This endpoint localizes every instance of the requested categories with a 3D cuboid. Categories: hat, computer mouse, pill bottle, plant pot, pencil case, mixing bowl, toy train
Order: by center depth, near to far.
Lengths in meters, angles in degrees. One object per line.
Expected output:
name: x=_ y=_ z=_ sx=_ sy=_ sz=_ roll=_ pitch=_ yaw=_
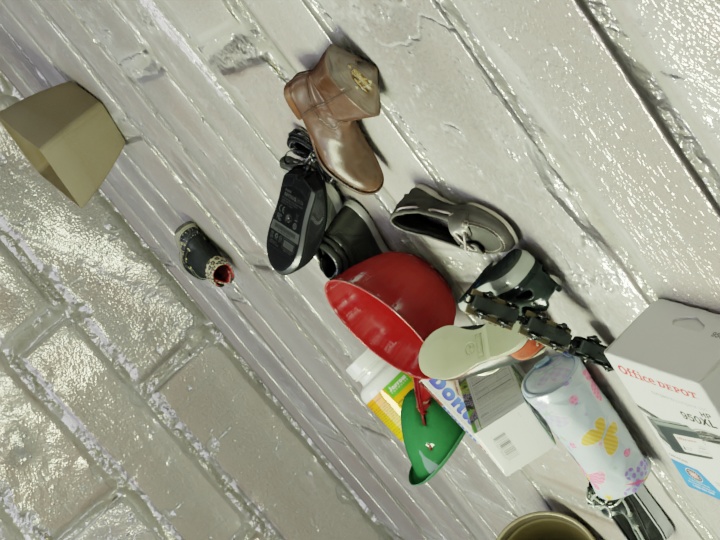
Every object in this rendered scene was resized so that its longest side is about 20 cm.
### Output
toy train: x=0.205 y=0.067 z=1.393 sx=0.200 sy=0.034 sz=0.046 roll=23 pitch=176 yaw=-11
pencil case: x=0.284 y=0.196 z=1.546 sx=0.200 sy=0.083 sz=0.091 roll=52 pitch=171 yaw=-18
mixing bowl: x=0.059 y=0.047 z=1.721 sx=0.200 sy=0.108 sz=0.200 roll=36 pitch=159 yaw=16
computer mouse: x=-0.073 y=-0.086 z=1.730 sx=0.053 sy=0.200 sz=0.138 roll=1 pitch=-154 yaw=-41
hat: x=0.074 y=0.217 z=1.991 sx=0.176 sy=0.200 sz=0.166 roll=37 pitch=158 yaw=-9
plant pot: x=0.331 y=0.518 z=2.090 sx=0.200 sy=0.200 sz=0.174 roll=40 pitch=180 yaw=26
pill bottle: x=0.071 y=0.218 z=2.143 sx=0.200 sy=0.111 sz=0.111 roll=46 pitch=165 yaw=4
plant pot: x=-0.638 y=-0.293 z=2.696 sx=0.200 sy=0.177 sz=0.200 roll=36 pitch=162 yaw=36

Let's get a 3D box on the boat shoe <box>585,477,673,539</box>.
boat shoe: x=0.346 y=0.309 z=1.688 sx=0.199 sy=0.068 sz=0.074 roll=52 pitch=164 yaw=-16

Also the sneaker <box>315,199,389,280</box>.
sneaker: x=0.000 y=0.000 z=1.808 sx=0.071 sy=0.099 sz=0.200 roll=25 pitch=154 yaw=53

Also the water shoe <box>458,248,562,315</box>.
water shoe: x=0.174 y=0.033 z=1.460 sx=0.079 sy=0.072 sz=0.200 roll=40 pitch=167 yaw=-1

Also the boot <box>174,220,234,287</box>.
boot: x=-0.348 y=-0.006 z=2.809 sx=0.154 sy=0.073 sz=0.204 roll=45 pitch=162 yaw=28

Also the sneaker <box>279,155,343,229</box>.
sneaker: x=-0.065 y=-0.085 z=1.816 sx=0.074 sy=0.079 sz=0.200 roll=27 pitch=154 yaw=57

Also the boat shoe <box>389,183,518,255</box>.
boat shoe: x=0.108 y=-0.049 z=1.459 sx=0.200 sy=0.057 sz=0.067 roll=27 pitch=155 yaw=53

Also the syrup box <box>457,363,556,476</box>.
syrup box: x=0.187 y=0.176 z=1.625 sx=0.079 sy=0.081 sz=0.200 roll=54 pitch=-172 yaw=-19

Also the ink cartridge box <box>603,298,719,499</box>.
ink cartridge box: x=0.349 y=0.137 z=1.204 sx=0.200 sy=0.084 sz=0.145 roll=54 pitch=163 yaw=-23

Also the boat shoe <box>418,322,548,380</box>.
boat shoe: x=0.156 y=0.098 z=1.563 sx=0.062 sy=0.071 sz=0.200 roll=11 pitch=157 yaw=-40

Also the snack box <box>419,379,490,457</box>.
snack box: x=0.185 y=0.220 z=1.905 sx=0.200 sy=0.072 sz=0.024 roll=46 pitch=167 yaw=4

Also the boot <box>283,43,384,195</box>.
boot: x=-0.005 y=-0.175 z=1.464 sx=0.186 sy=0.064 sz=0.200 roll=48 pitch=161 yaw=-12
